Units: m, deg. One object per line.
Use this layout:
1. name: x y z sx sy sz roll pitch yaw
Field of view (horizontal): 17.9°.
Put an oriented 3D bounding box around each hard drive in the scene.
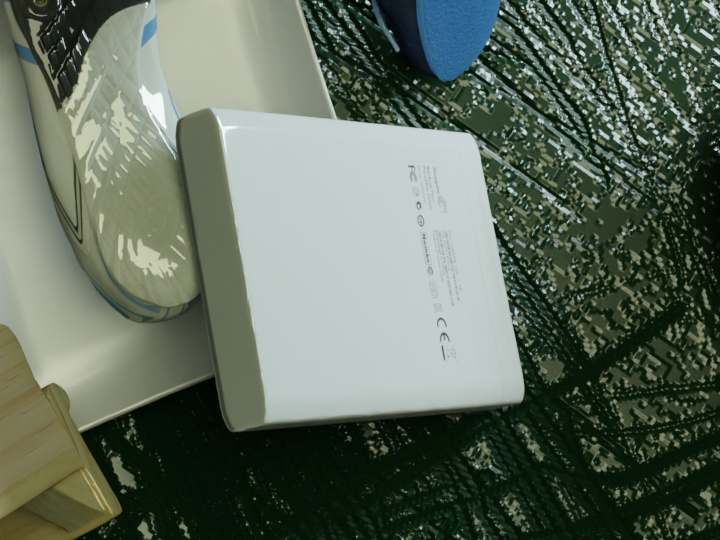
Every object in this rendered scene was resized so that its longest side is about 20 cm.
1. hard drive: 0.000 0.000 1.009 0.200 0.027 0.133 1 77 -55

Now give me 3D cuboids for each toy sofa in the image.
1. toy sofa: -0.192 0.102 0.912 0.098 0.083 0.200 59 28 -2

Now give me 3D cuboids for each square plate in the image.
1. square plate: -0.103 -0.043 1.029 0.197 0.028 0.201 -21 101 -15

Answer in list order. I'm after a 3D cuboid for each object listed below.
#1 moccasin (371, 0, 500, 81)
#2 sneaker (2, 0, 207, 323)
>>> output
1. moccasin: 0.020 -0.180 1.053 0.068 0.201 0.080 22 51 32
2. sneaker: -0.113 -0.074 0.979 0.072 0.072 0.201 -13 84 -25
